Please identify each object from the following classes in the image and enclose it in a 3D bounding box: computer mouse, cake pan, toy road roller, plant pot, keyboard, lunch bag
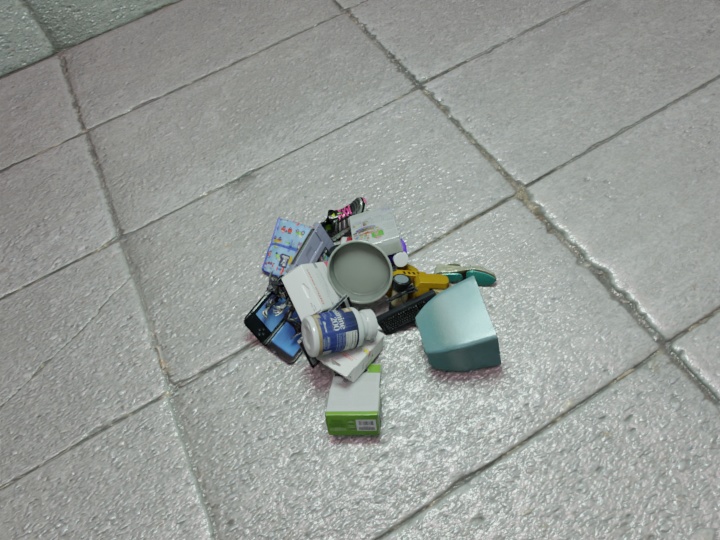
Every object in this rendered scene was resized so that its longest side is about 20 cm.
[{"bbox_3d":[-0.011,-0.051,1.695,0.196,0.035,0.059,5,37,25],"label":"computer mouse"},{"bbox_3d":[0.000,0.000,1.592,0.195,0.205,0.037,2,24,10],"label":"cake pan"},{"bbox_3d":[0.171,0.051,1.642,0.195,0.125,0.147,4,32,-1],"label":"toy road roller"},{"bbox_3d":[0.265,0.172,1.517,0.196,0.197,0.199,-19,56,6],"label":"plant pot"},{"bbox_3d":[0.133,0.110,1.580,0.197,0.128,0.021,-28,27,16],"label":"keyboard"},{"bbox_3d":[-0.234,-0.053,1.805,0.147,0.094,0.204,15,74,18],"label":"lunch bag"}]

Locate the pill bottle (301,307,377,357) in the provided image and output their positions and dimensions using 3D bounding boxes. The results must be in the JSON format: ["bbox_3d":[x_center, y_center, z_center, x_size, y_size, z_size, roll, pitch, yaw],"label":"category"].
[{"bbox_3d":[-0.055,0.164,1.486,0.196,0.112,0.112,-9,53,-25],"label":"pill bottle"}]

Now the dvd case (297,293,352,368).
[{"bbox_3d":[-0.092,0.179,1.586,0.200,0.150,0.016,-43,55,-18],"label":"dvd case"}]

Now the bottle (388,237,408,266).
[{"bbox_3d":[0.103,-0.070,1.710,0.082,0.067,0.201,-12,24,-7],"label":"bottle"}]

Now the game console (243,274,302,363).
[{"bbox_3d":[-0.225,0.145,1.651,0.117,0.173,0.201,11,55,48],"label":"game console"}]

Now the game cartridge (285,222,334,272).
[{"bbox_3d":[-0.154,-0.037,1.745,0.038,0.130,0.202,4,56,39],"label":"game cartridge"}]

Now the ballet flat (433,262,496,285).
[{"bbox_3d":[0.326,0.003,1.685,0.195,0.068,0.063,4,48,11],"label":"ballet flat"}]

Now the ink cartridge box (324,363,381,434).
[{"bbox_3d":[-0.011,0.355,1.513,0.144,0.077,0.201,-2,31,8],"label":"ink cartridge box"}]

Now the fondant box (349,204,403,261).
[{"bbox_3d":[0.046,-0.116,1.679,0.141,0.059,0.202,-16,34,5],"label":"fondant box"}]

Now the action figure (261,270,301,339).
[{"bbox_3d":[-0.232,0.105,1.589,0.101,0.118,0.202,-36,95,-28],"label":"action figure"}]

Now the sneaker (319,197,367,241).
[{"bbox_3d":[-0.063,-0.176,1.787,0.199,0.087,0.075,-38,52,29],"label":"sneaker"}]

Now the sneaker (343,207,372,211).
[{"bbox_3d":[0.004,-0.180,1.842,0.197,0.080,0.079,27,66,25],"label":"sneaker"}]

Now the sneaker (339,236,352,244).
[{"bbox_3d":[-0.016,-0.028,1.752,0.110,0.072,0.204,-2,55,11],"label":"sneaker"}]

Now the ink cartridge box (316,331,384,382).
[{"bbox_3d":[-0.031,0.236,1.548,0.115,0.069,0.200,26,41,23],"label":"ink cartridge box"}]

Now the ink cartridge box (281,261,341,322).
[{"bbox_3d":[-0.132,0.058,1.609,0.082,0.199,0.149,-29,83,21],"label":"ink cartridge box"}]
